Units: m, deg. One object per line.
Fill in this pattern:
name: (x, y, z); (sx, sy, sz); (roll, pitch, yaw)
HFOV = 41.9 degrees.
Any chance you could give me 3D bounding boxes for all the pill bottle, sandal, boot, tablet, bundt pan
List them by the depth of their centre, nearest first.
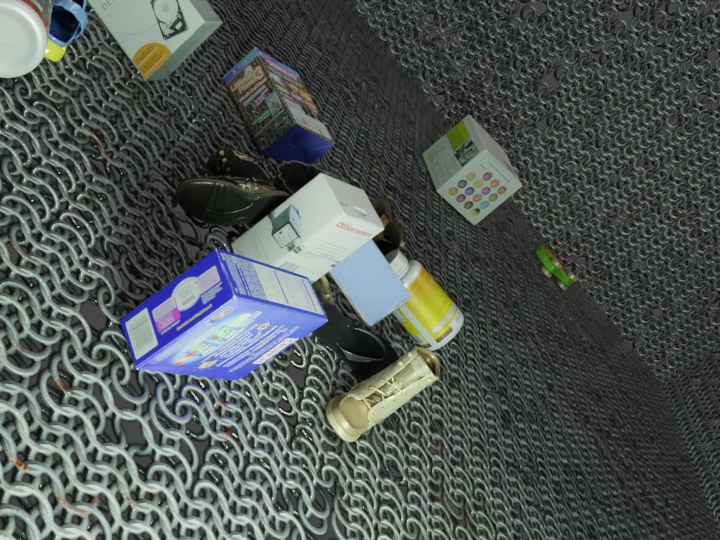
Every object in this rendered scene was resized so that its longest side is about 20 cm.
pill bottle: (-0.471, -0.357, 1.257); (0.116, 0.115, 0.201); (37, 26, -37)
sandal: (-0.444, -0.393, 1.422); (0.079, 0.087, 0.201); (37, 24, -34)
boot: (0.039, 0.187, 1.458); (0.073, 0.155, 0.200); (56, 20, 10)
boot: (-0.219, -0.139, 1.522); (0.198, 0.074, 0.151); (2, 31, -31)
sandal: (-0.007, 0.124, 1.579); (0.199, 0.043, 0.077); (34, 68, -29)
bundt pan: (-0.082, -0.117, 1.739); (0.200, 0.076, 0.203); (26, 25, -13)
tablet: (0.000, 0.000, 1.796); (0.130, 0.014, 0.201); (-32, 84, -37)
pill bottle: (0.110, 0.057, 1.896); (0.200, 0.109, 0.110); (49, 20, -15)
sandal: (0.047, -0.095, 2.053); (0.054, 0.082, 0.202); (19, 38, -30)

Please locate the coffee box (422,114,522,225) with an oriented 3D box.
coffee box: (0.335, -0.304, 2.853); (0.199, 0.197, 0.201); (37, 24, -36)

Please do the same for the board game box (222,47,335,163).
board game box: (-0.165, -0.325, 1.915); (0.159, 0.096, 0.202); (16, 42, -59)

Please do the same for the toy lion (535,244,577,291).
toy lion: (0.697, -0.030, 3.432); (0.199, 0.069, 0.193); (32, 22, -45)

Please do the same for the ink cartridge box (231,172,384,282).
ink cartridge box: (-0.083, -0.054, 1.509); (0.146, 0.199, 0.087); (15, 42, -60)

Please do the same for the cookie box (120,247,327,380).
cookie box: (-0.167, 0.063, 1.181); (0.199, 0.170, 0.076); (20, 41, -58)

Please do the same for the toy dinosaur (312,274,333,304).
toy dinosaur: (-0.072, 0.030, 1.641); (0.202, 0.058, 0.101); (66, 7, 27)

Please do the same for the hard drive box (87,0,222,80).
hard drive box: (-0.360, -0.453, 1.605); (0.201, 0.155, 0.077); (53, 21, 0)
